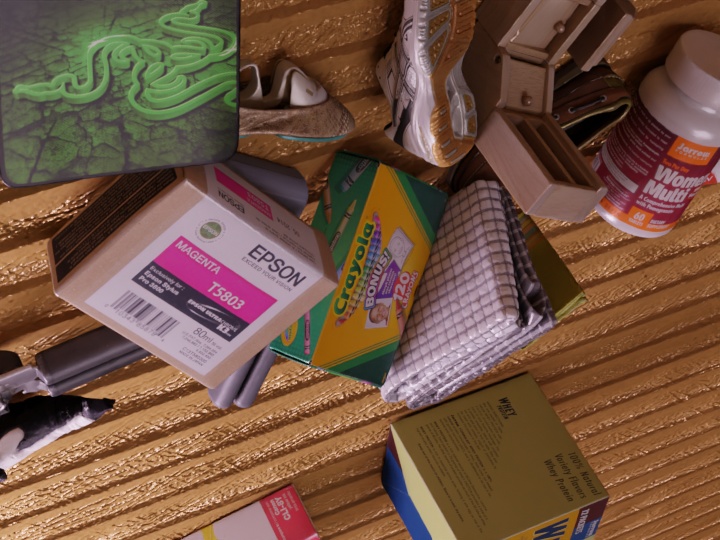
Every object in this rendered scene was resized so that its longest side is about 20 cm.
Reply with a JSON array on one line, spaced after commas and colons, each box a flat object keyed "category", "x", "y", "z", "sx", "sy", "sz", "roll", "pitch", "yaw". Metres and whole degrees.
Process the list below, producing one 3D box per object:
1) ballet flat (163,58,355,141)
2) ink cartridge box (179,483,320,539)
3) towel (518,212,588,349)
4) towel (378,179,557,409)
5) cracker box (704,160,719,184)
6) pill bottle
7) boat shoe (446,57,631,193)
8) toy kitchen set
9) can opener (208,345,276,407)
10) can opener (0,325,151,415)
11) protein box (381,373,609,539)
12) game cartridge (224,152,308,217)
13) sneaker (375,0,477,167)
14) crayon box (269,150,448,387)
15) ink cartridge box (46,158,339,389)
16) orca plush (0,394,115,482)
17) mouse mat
[{"category": "ballet flat", "x": -0.082, "y": -0.144, "z": 1.301, "sx": 0.199, "sy": 0.070, "sz": 0.066, "roll": -7, "pitch": 124, "yaw": -38}, {"category": "ink cartridge box", "x": -0.144, "y": 0.366, "z": 1.898, "sx": 0.199, "sy": 0.084, "sz": 0.145, "roll": -26, "pitch": 146, "yaw": -8}, {"category": "towel", "x": 0.169, "y": 0.009, "z": 1.587, "sx": 0.086, "sy": 0.200, "sz": 0.018, "roll": -43, "pitch": 116, "yaw": 10}, {"category": "towel", "x": 0.090, "y": 0.023, "z": 1.526, "sx": 0.085, "sy": 0.166, "sz": 0.200, "roll": 18, "pitch": 139, "yaw": -41}, {"category": "cracker box", "x": 0.425, "y": -0.184, "z": 1.652, "sx": 0.133, "sy": 0.058, "sz": 0.200, "roll": -10, "pitch": 142, "yaw": -28}, {"category": "pill bottle", "x": 0.317, "y": -0.138, "z": 1.579, "sx": 0.109, "sy": 0.110, "sz": 0.200, "roll": -5, "pitch": 139, "yaw": -34}, {"category": "boat shoe", "x": 0.173, "y": -0.127, "z": 1.516, "sx": 0.200, "sy": 0.068, "sz": 0.072, "roll": -40, "pitch": 148, "yaw": 16}, {"category": "toy kitchen set", "x": 0.211, "y": -0.174, "z": 1.385, "sx": 0.163, "sy": 0.181, "sz": 0.200, "roll": 6, "pitch": 132, "yaw": -44}, {"category": "can opener", "x": -0.089, "y": 0.068, "z": 1.551, "sx": 0.053, "sy": 0.067, "sz": 0.200, "roll": 2, "pitch": 127, "yaw": -39}, {"category": "can opener", "x": -0.284, "y": 0.077, "z": 1.422, "sx": 0.199, "sy": 0.067, "sz": 0.053, "roll": -23, "pitch": 156, "yaw": -13}, {"category": "protein box", "x": 0.161, "y": 0.268, "z": 1.906, "sx": 0.199, "sy": 0.199, "sz": 0.135, "roll": -18, "pitch": 145, "yaw": -19}, {"category": "game cartridge", "x": -0.141, "y": -0.023, "z": 1.438, "sx": 0.133, "sy": 0.041, "sz": 0.200, "roll": 8, "pitch": 131, "yaw": -49}, {"category": "sneaker", "x": 0.047, "y": -0.187, "z": 1.337, "sx": 0.076, "sy": 0.087, "sz": 0.201, "roll": -27, "pitch": 128, "yaw": -39}, {"category": "crayon box", "x": 0.000, "y": 0.000, "z": 1.470, "sx": 0.119, "sy": 0.058, "sz": 0.201, "roll": 21, "pitch": 88, "yaw": -51}, {"category": "ink cartridge box", "x": -0.145, "y": -0.005, "z": 1.355, "sx": 0.165, "sy": 0.075, "sz": 0.200, "roll": -39, "pitch": 130, "yaw": 19}, {"category": "orca plush", "x": -0.336, "y": 0.146, "z": 1.468, "sx": 0.199, "sy": 0.105, "sz": 0.071, "roll": -20, "pitch": 112, "yaw": 26}, {"category": "mouse mat", "x": -0.185, "y": -0.149, "z": 1.200, "sx": 0.199, "sy": 0.008, "sz": 0.162, "roll": -10, "pitch": 118, "yaw": -25}]
